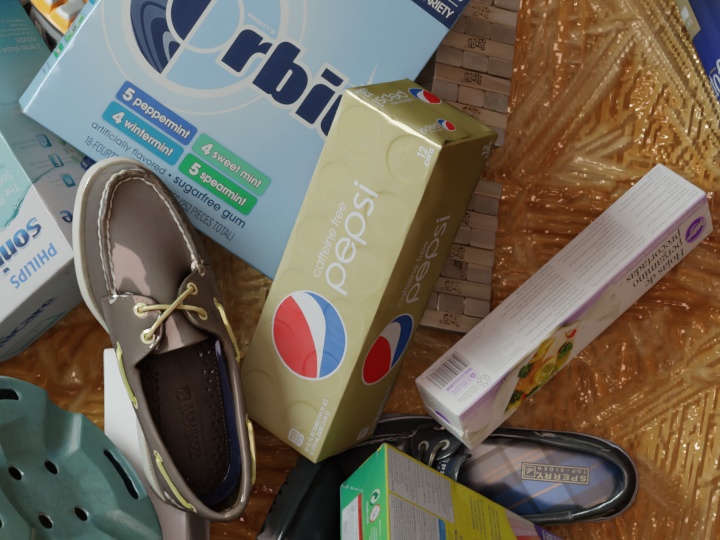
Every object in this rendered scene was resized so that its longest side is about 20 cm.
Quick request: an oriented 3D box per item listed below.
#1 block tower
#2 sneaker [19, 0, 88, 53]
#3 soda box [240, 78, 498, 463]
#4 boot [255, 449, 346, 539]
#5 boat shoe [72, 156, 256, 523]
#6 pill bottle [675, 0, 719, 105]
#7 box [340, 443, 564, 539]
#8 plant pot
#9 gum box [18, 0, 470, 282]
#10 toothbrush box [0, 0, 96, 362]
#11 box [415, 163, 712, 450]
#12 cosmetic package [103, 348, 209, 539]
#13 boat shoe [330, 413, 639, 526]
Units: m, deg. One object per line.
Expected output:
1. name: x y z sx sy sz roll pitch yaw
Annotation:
1. block tower: 0.049 -0.063 1.054 0.054 0.058 0.201 9 81 -25
2. sneaker: -0.149 -0.114 1.073 0.200 0.078 0.077 46 125 19
3. soda box: 0.000 0.000 0.981 0.068 0.064 0.201 33 116 24
4. boot: 0.002 0.211 0.978 0.162 0.073 0.199 22 64 4
5. boat shoe: -0.100 0.038 0.953 0.072 0.059 0.201 -17 103 -22
6. pill bottle: 0.247 -0.145 1.028 0.115 0.116 0.201 -22 82 1
7. box: 0.080 0.186 0.974 0.200 0.118 0.048 29 123 -22
8. plant pot: -0.219 0.172 0.950 0.196 0.200 0.200 -42 82 21
9. gum box: -0.060 -0.123 0.985 0.170 0.045 0.200 35 93 -18
10. toothbrush box: -0.231 -0.059 1.034 0.146 0.085 0.200 -38 80 31
11. box: 0.118 0.020 1.029 0.200 0.039 0.041 -41 52 -15
12. cosmetic package: -0.117 0.146 1.035 0.050 0.083 0.201 -2 83 3
13. boat shoe: 0.061 0.119 1.034 0.199 0.066 0.070 5 84 5
